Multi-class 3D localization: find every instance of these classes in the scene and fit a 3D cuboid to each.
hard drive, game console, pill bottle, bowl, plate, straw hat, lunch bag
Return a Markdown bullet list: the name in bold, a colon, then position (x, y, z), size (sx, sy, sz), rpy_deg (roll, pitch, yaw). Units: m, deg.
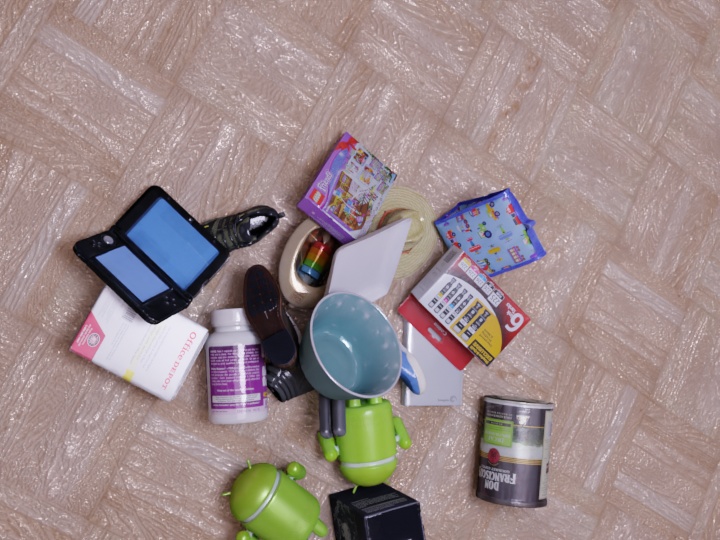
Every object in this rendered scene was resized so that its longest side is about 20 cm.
- **hard drive**: position (0.149, 0.172, 1.746), size (0.130, 0.027, 0.204), rpy_deg (3, 88, -20)
- **game console**: position (-0.359, -0.031, 1.483), size (0.200, 0.176, 0.117), rpy_deg (42, 114, 6)
- **pill bottle**: position (-0.226, 0.172, 1.558), size (0.110, 0.112, 0.204), rpy_deg (-2, 87, -20)
- **bowl**: position (-0.032, 0.152, 1.544), size (0.198, 0.105, 0.204), rpy_deg (21, 51, -28)
- **plate**: position (0.000, 0.000, 1.609), size (0.198, 0.202, 0.032), rpy_deg (-26, 56, -39)
- **straw hat**: position (0.082, -0.080, 1.696), size (0.198, 0.085, 0.205), rpy_deg (1, 89, -21)
- **lunch bag**: position (0.266, -0.072, 1.697), size (0.094, 0.199, 0.152), rpy_deg (-37, 101, -34)

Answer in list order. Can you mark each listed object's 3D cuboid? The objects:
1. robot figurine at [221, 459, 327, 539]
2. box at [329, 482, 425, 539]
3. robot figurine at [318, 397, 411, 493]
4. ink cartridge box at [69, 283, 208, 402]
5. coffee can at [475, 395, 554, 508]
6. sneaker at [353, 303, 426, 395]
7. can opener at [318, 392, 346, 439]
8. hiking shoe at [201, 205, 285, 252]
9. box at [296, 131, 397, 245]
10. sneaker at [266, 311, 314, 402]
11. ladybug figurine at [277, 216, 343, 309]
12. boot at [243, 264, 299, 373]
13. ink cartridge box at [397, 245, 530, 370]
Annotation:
- **robot figurine**: position (-0.155, 0.435, 1.569), size (0.199, 0.116, 0.176), rpy_deg (40, 81, -14)
- **box**: position (0.036, 0.521, 1.601), size (0.115, 0.200, 0.201), rpy_deg (-9, 91, -21)
- **robot figurine**: position (0.010, 0.319, 1.642), size (0.172, 0.116, 0.204), rpy_deg (-7, 91, -15)
- **ink cartridge box**: position (-0.391, 0.122, 1.514), size (0.198, 0.083, 0.147), rpy_deg (32, 77, -16)
- **coffee can**: position (0.313, 0.363, 1.739), size (0.144, 0.146, 0.204), rpy_deg (7, 85, -20)
- **sneaker**: position (0.036, 0.175, 1.664), size (0.110, 0.077, 0.202), rpy_deg (-31, 85, -22)
- **can opener**: position (-0.048, 0.220, 1.614), size (0.052, 0.067, 0.203), rpy_deg (-13, 61, 18)
- **hiking shoe**: position (-0.236, -0.071, 1.569), size (0.198, 0.100, 0.077), rpy_deg (-29, 98, -19)
- **box**: position (-0.022, -0.154, 1.640), size (0.136, 0.039, 0.201), rpy_deg (39, 51, -13)
- **sneaker**: position (-0.156, 0.157, 1.607), size (0.098, 0.070, 0.202), rpy_deg (-31, 103, -23)
- **ladybug figurine**: position (-0.091, -0.018, 1.637), size (0.135, 0.072, 0.202), rpy_deg (35, 77, -17)
- **boot**: position (-0.161, 0.093, 1.552), size (0.074, 0.097, 0.203), rpy_deg (-19, 67, -1)
- **ink cartridge box**: position (0.202, 0.086, 1.688), size (0.200, 0.084, 0.176), rpy_deg (42, 92, -13)
